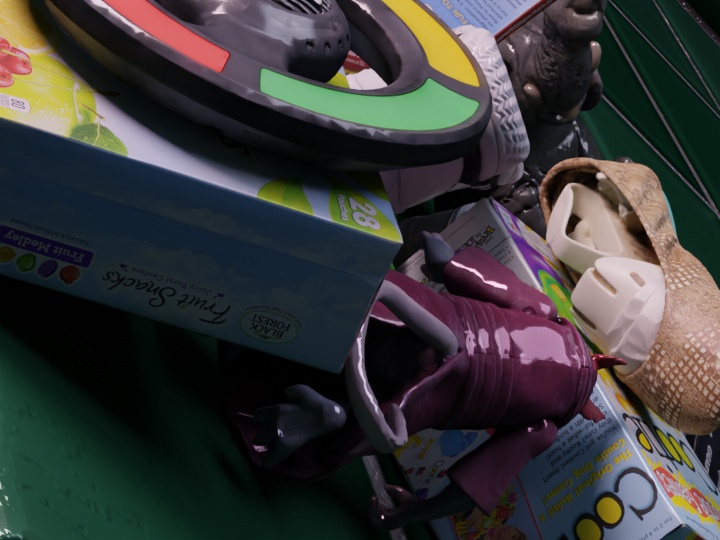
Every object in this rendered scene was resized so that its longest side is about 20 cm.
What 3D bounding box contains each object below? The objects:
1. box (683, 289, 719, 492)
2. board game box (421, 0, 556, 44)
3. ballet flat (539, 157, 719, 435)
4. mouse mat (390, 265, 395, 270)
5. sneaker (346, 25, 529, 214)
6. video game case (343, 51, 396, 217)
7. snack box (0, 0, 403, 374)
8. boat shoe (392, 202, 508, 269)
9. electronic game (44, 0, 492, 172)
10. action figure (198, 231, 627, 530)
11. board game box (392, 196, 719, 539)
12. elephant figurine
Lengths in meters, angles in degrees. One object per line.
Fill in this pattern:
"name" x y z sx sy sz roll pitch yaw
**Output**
"box" 0.191 0.125 1.550 0.160 0.046 0.200 65 21 -21
"board game box" 0.006 -0.189 1.459 0.200 0.103 0.019 47 -31 10
"ballet flat" 0.121 0.008 1.350 0.065 0.071 0.200 18 22 -19
"mouse mat" 0.000 0.000 1.517 0.200 0.008 0.161 42 16 -38
"sneaker" 0.011 -0.060 1.318 0.200 0.114 0.076 -84 156 -89
"video game case" -0.060 -0.107 1.323 0.199 0.025 0.182 12 66 -51
"snack box" -0.085 -0.058 1.127 0.168 0.068 0.200 18 27 -19
"boat shoe" 0.076 0.016 1.584 0.200 0.056 0.069 46 49 -56
"electronic game" -0.040 -0.099 1.122 0.199 0.042 0.200 23 24 -11
"action figure" 0.037 0.030 1.218 0.199 0.149 0.135 4 73 -32
"board game box" 0.086 0.085 1.360 0.103 0.105 0.201 34 22 -52
"elephant figurine" 0.091 -0.098 1.703 0.142 0.154 0.201 -66 147 -56
